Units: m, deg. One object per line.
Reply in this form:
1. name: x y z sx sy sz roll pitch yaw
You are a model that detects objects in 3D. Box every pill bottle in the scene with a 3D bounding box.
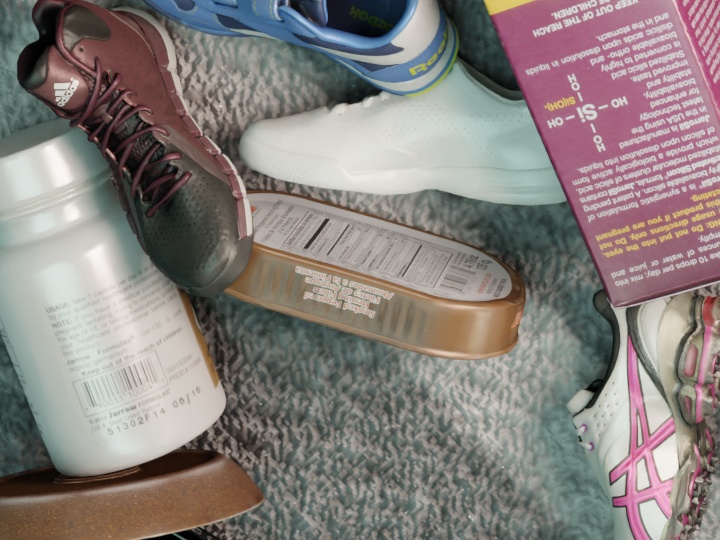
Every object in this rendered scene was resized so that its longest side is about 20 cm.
1. pill bottle: -0.166 0.013 1.542 0.114 0.114 0.200 -15 104 21

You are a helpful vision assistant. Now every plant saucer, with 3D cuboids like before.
1. plant saucer: -0.160 0.139 1.562 0.200 0.200 0.035 -8 93 18

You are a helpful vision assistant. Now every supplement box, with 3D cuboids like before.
1. supplement box: 0.158 -0.102 1.395 0.103 0.131 0.200 -17 107 23

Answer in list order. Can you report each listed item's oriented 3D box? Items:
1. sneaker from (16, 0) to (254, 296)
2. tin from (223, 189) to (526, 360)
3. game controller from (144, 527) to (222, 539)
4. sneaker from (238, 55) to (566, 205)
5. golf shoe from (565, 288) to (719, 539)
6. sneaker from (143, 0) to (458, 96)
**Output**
1. sneaker: -0.141 -0.075 1.448 0.076 0.115 0.200 -40 59 22
2. tin: 0.000 0.000 1.497 0.199 0.112 0.042 16 107 7
3. game controller: -0.086 0.229 1.661 0.200 0.042 0.104 30 118 1
4. sneaker: 0.029 -0.089 1.479 0.199 0.075 0.089 3 102 8
5. golf shoe: 0.167 0.102 1.521 0.092 0.073 0.201 12 106 17
6. sneaker: -0.041 -0.163 1.435 0.199 0.082 0.074 17 82 10
